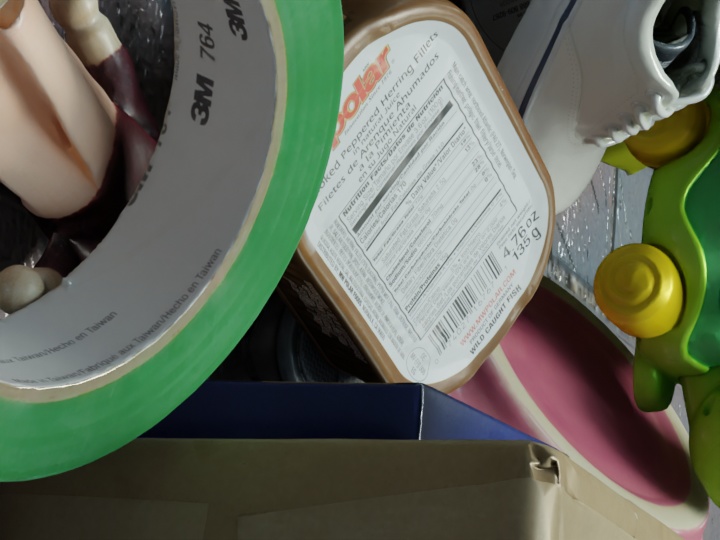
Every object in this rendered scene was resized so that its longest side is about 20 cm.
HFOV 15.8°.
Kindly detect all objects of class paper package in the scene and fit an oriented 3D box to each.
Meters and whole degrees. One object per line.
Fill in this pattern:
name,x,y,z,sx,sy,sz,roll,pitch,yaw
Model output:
paper package,-0.003,0.123,0.867,0.191,0.199,0.104,36,56,-62

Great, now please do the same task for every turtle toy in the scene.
turtle toy,0.170,0.010,1.142,0.146,0.101,0.201,34,62,-64

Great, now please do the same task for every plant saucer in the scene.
plant saucer,0.085,0.067,1.136,0.200,0.051,0.201,38,25,-21

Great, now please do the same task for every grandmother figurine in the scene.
grandmother figurine,-0.093,-0.036,0.844,0.200,0.060,0.122,52,51,-52

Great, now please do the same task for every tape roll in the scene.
tape roll,-0.089,-0.039,0.754,0.200,0.048,0.201,-29,131,-39

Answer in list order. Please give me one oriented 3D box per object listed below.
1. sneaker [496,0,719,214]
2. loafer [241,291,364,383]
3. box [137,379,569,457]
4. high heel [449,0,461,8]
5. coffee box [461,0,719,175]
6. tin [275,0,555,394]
sneaker,0.102,-0.083,1.037,0.073,0.071,0.200,-30,152,-32
loafer,0.000,0.000,1.070,0.200,0.063,0.072,-43,127,-51
box,-0.010,0.065,0.956,0.200,0.121,0.032,27,65,-65
high heel,0.034,-0.084,1.102,0.200,0.096,0.068,-55,138,-55
coffee box,0.157,-0.178,1.210,0.200,0.200,0.198,14,59,-66
tin,0.015,-0.028,0.950,0.112,0.042,0.200,-56,146,-16
